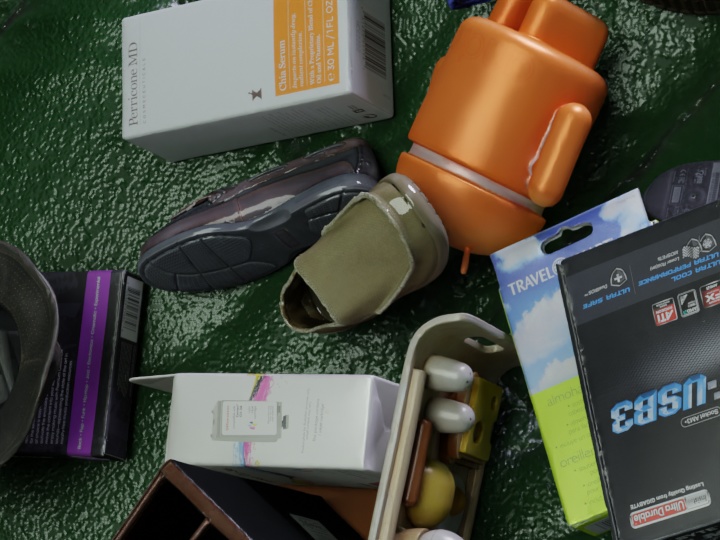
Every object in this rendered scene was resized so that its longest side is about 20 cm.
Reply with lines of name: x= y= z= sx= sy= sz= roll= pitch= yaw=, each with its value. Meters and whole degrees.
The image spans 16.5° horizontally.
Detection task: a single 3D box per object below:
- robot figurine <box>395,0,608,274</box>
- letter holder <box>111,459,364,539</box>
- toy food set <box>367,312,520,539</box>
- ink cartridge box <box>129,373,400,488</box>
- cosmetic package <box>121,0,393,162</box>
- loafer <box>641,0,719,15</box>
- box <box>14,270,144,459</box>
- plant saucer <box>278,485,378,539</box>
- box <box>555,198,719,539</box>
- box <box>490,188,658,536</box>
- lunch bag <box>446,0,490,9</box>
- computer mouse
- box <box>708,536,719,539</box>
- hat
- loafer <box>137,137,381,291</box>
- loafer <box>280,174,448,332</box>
robot figurine: x=0.096 y=-0.097 z=1.735 sx=0.144 sy=0.117 sz=0.200 roll=26 pitch=92 yaw=17
letter holder: x=-0.085 y=0.223 z=1.663 sx=0.101 sy=0.200 sz=0.142 roll=41 pitch=99 yaw=30
toy food set: x=0.072 y=0.139 z=1.673 sx=0.060 sy=0.143 sz=0.201 roll=9 pitch=82 yaw=27
ink cartridge box: x=-0.053 y=0.112 z=1.722 sx=0.200 sy=0.116 sz=0.068 roll=0 pitch=78 yaw=30
cosmetic package: x=-0.079 y=-0.153 z=1.871 sx=0.200 sy=0.071 sz=0.102 roll=-10 pitch=73 yaw=27
loafer: x=0.257 y=-0.214 z=1.702 sx=0.200 sy=0.076 sz=0.068 roll=8 pitch=81 yaw=20
box: x=-0.265 y=0.074 z=1.932 sx=0.200 sy=0.036 sz=0.143 roll=0 pitch=77 yaw=28
plant saucer: x=-0.027 y=0.172 z=1.782 sx=0.200 sy=0.037 sz=0.201 roll=-8 pitch=73 yaw=27
box: x=0.233 y=0.058 z=1.555 sx=0.200 sy=0.050 sz=0.199 roll=-21 pitch=67 yaw=30
box: x=0.170 y=0.061 z=1.652 sx=0.122 sy=0.048 sz=0.200 roll=-24 pitch=66 yaw=21
lunch bag: x=0.118 y=-0.298 z=1.766 sx=0.200 sy=0.127 sz=0.170 roll=-28 pitch=66 yaw=10
computer mouse: x=0.284 y=-0.040 z=1.669 sx=0.200 sy=0.034 sz=0.059 roll=3 pitch=57 yaw=25
box: x=0.240 y=0.120 z=1.647 sx=0.143 sy=0.036 sz=0.200 roll=-34 pitch=65 yaw=17
hat: x=-0.278 y=0.079 z=1.864 sx=0.200 sy=0.081 sz=0.201 roll=-11 pitch=71 yaw=35
loafer: x=-0.073 y=-0.041 z=1.852 sx=0.200 sy=0.072 sz=0.063 roll=-19 pitch=49 yaw=18
loafer: x=0.000 y=0.000 z=1.723 sx=0.067 sy=0.200 sz=0.076 roll=-33 pitch=80 yaw=-27
